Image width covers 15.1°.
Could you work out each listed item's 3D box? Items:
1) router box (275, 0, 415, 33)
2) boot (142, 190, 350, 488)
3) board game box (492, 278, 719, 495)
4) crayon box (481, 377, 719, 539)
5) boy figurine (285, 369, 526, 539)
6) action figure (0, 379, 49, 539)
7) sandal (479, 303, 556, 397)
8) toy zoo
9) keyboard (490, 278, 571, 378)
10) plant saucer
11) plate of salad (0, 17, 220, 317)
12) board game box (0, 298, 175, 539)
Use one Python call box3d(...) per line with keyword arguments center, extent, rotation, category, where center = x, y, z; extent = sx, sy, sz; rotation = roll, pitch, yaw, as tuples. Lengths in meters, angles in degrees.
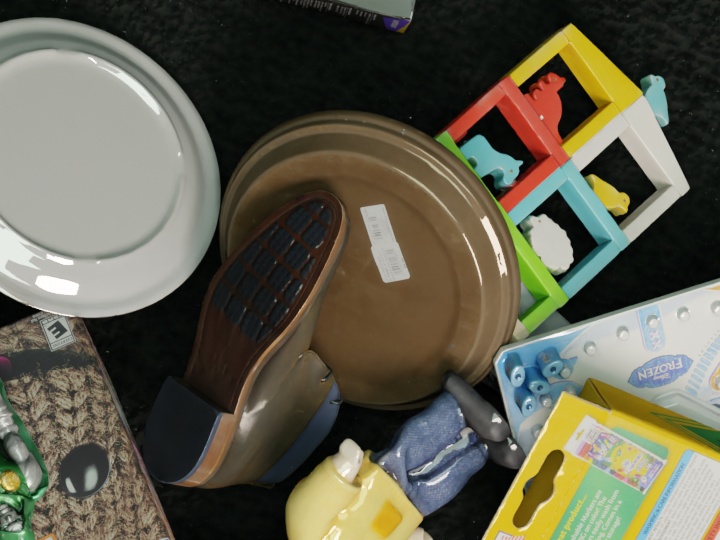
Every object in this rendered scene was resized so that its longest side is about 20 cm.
box3d(center=(-0.022, -0.267, 1.707), extent=(0.156, 0.052, 0.201), rotation=(14, 85, -3), category="router box")
box3d(center=(-0.048, 0.046, 1.641), extent=(0.075, 0.097, 0.201), rotation=(41, 103, 38), category="boot")
box3d(center=(0.198, 0.112, 1.665), extent=(0.199, 0.026, 0.201), rotation=(-17, 113, -5), category="board game box")
box3d(center=(0.171, 0.149, 1.632), extent=(0.199, 0.052, 0.126), rotation=(23, 105, -20), category="crayon box")
box3d(center=(0.002, 0.146, 1.609), extent=(0.200, 0.125, 0.064), rotation=(-41, 51, -12), category="boy figurine")
box3d(center=(-0.239, 0.086, 1.563), extent=(0.118, 0.055, 0.200), rotation=(-32, 62, -13), category="action figure")
box3d(center=(0.073, 0.036, 1.701), extent=(0.200, 0.048, 0.075), rotation=(41, 84, -13), category="sandal")
box3d(center=(0.121, -0.063, 1.685), extent=(0.200, 0.020, 0.131), rotation=(-41, 98, -28), category="toy zoo")
box3d(center=(0.098, 0.041, 1.678), extent=(0.200, 0.011, 0.056), rotation=(43, 87, -12), category="keyboard")
box3d(center=(0.000, 0.000, 1.643), extent=(0.199, 0.029, 0.201), rotation=(11, 119, 20), category="plant saucer")
box3d(center=(-0.181, -0.061, 1.656), extent=(0.199, 0.048, 0.201), rotation=(12, 61, -22), category="plate of salad")
box3d(center=(-0.201, 0.146, 1.605), extent=(0.159, 0.097, 0.201), rotation=(-24, 57, -4), category="board game box")
